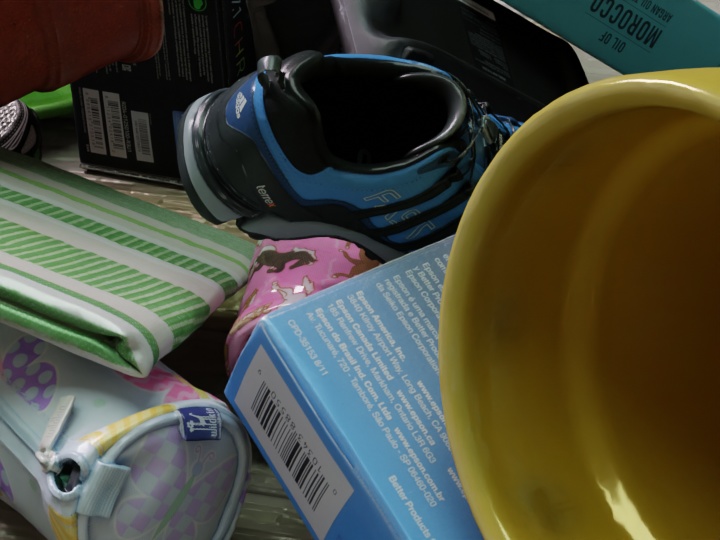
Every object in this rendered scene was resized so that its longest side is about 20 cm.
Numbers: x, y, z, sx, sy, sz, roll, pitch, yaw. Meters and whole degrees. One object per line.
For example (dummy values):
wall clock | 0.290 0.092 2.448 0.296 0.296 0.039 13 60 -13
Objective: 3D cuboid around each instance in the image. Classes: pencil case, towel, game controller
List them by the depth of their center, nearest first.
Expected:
pencil case | -0.130 0.053 1.005 0.090 0.084 0.200 0 23 -40
towel | -0.127 -0.009 1.029 0.152 0.024 0.200 20 13 5
pencil case | 0.000 0.000 1.082 0.086 0.083 0.200 -9 29 18
game controller | 0.052 -0.085 1.127 0.042 0.200 0.105 -35 59 23

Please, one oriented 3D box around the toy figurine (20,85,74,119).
toy figurine | -0.205 -0.178 1.264 0.149 0.185 0.199 18 32 37

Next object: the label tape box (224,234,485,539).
label tape box | 0.070 0.054 0.951 0.199 0.066 0.144 -22 68 -31

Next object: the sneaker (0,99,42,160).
sneaker | -0.242 -0.047 1.173 0.199 0.086 0.078 -17 34 -22

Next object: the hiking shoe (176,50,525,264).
hiking shoe | 0.030 -0.040 0.990 0.199 0.087 0.075 5 69 -32

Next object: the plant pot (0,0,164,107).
plant pot | -0.220 -0.131 1.082 0.195 0.202 0.201 -33 41 -18

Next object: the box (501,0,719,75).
box | 0.111 -0.133 1.204 0.199 0.049 0.082 25 11 -40

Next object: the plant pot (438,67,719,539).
plant pot | 0.160 0.027 0.852 0.188 0.202 0.200 -9 29 -40

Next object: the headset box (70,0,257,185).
headset box | -0.066 -0.166 1.265 0.092 0.175 0.200 10 33 21

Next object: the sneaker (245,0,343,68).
sneaker | 0.006 -0.119 1.164 0.113 0.200 0.077 5 47 11
